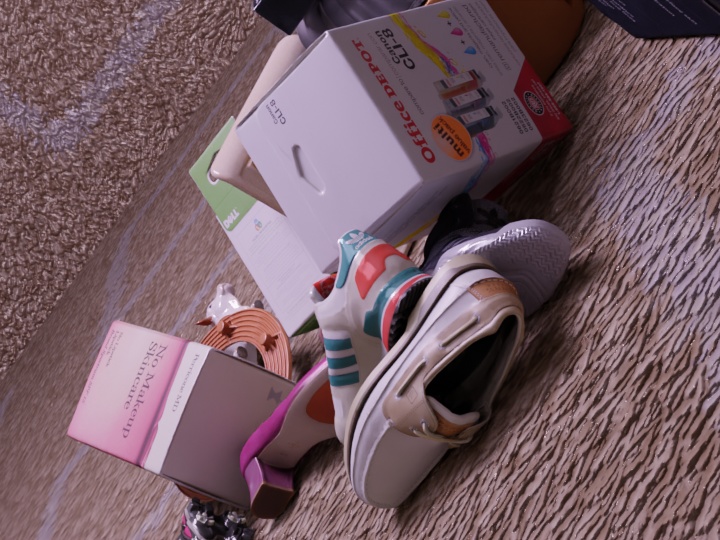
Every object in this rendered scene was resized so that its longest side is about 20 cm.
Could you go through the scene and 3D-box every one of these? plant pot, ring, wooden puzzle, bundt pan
[{"bbox_3d":[0.110,-0.233,1.492,0.200,0.140,0.200,-51,15,19],"label":"plant pot"},{"bbox_3d":[-0.138,0.130,1.612,0.200,0.019,0.201,-29,50,40],"label":"ring"},{"bbox_3d":[-0.018,-0.117,1.542,0.185,0.200,0.037,-65,6,-30],"label":"wooden puzzle"},{"bbox_3d":[0.010,-0.273,1.478,0.202,0.076,0.202,-50,15,19],"label":"bundt pan"}]

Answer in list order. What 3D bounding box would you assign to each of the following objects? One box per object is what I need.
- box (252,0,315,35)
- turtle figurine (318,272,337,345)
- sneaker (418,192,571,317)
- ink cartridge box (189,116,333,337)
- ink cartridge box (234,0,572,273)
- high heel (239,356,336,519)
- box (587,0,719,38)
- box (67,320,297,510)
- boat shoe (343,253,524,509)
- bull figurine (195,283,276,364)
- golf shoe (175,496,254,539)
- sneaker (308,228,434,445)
[{"bbox_3d":[-0.026,-0.320,1.454,0.193,0.047,0.200,-55,15,16],"label":"box"},{"bbox_3d":[0.000,0.000,1.414,0.200,0.064,0.161,-90,11,-45],"label":"turtle figurine"},{"bbox_3d":[0.094,-0.016,1.212,0.200,0.075,0.114,-36,24,52],"label":"sneaker"},{"bbox_3d":[-0.076,-0.048,1.576,0.059,0.200,0.104,-23,-15,-40],"label":"ink cartridge box"},{"bbox_3d":[0.034,-0.112,1.301,0.200,0.145,0.145,-23,-13,-45],"label":"ink cartridge box"},{"bbox_3d":[-0.049,0.115,1.393,0.200,0.067,0.096,-53,25,25],"label":"high heel"},{"bbox_3d":[0.198,-0.273,1.188,0.117,0.197,0.200,-55,15,-1],"label":"box"},{"bbox_3d":[-0.172,0.133,1.540,0.200,0.109,0.128,9,75,55],"label":"box"},{"bbox_3d":[0.050,0.089,1.126,0.068,0.075,0.200,51,124,51],"label":"boat shoe"},{"bbox_3d":[-0.133,0.088,1.720,0.121,0.065,0.200,-39,32,42],"label":"bull figurine"},{"bbox_3d":[-0.130,0.265,1.362,0.200,0.077,0.088,-104,38,-81],"label":"golf shoe"},{"bbox_3d":[0.003,0.050,1.213,0.070,0.093,0.200,-30,-30,-31],"label":"sneaker"}]
